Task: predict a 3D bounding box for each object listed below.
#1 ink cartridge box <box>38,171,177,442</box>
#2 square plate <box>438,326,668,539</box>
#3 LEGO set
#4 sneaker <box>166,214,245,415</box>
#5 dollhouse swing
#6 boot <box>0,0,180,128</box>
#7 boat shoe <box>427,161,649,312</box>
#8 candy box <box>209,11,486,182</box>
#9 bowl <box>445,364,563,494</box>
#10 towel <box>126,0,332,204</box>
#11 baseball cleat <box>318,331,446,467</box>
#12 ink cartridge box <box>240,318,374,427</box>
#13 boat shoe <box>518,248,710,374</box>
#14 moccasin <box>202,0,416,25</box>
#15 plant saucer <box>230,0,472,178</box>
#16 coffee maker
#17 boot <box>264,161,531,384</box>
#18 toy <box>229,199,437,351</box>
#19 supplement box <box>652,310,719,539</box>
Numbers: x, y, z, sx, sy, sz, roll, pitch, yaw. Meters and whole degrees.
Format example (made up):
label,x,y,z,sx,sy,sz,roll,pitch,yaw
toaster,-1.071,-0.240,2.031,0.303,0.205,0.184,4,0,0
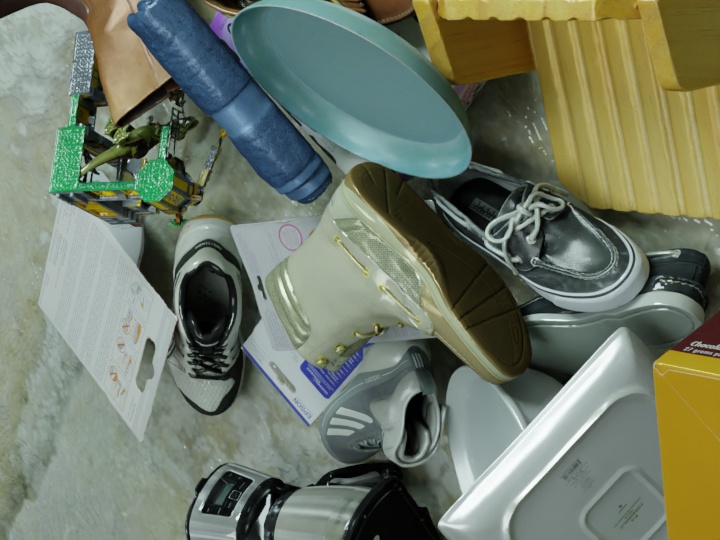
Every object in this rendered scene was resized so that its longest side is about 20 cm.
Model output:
label,x,y,z,sx,sy,sz,roll,pitch,yaw
ink cartridge box,-0.219,0.031,1.920,0.200,0.050,0.161,47,136,31
square plate,0.188,0.174,1.532,0.198,0.200,0.028,44,179,-25
LEGO set,-0.174,-0.120,1.779,0.154,0.116,0.200,-10,71,24
sneaker,-0.140,0.054,1.851,0.076,0.088,0.200,-1,120,-1
dollhouse swing,0.165,-0.112,1.462,0.200,0.182,0.176,7,106,38
boot,-0.223,-0.199,1.735,0.188,0.068,0.200,-26,67,5
boat shoe,0.128,-0.034,1.565,0.199,0.074,0.068,36,175,44
candy box,-0.001,-0.183,1.624,0.200,0.072,0.168,47,134,12
bowl,0.148,0.158,1.639,0.201,0.090,0.201,164,90,-74
towel,-0.102,-0.135,1.616,0.200,0.049,0.112,49,-179,-13
baseball cleat,0.016,0.131,1.748,0.200,0.070,0.107,110,149,-54
ink cartridge box,-0.020,0.041,1.788,0.099,0.039,0.200,49,134,9
boat shoe,0.183,0.030,1.589,0.200,0.060,0.076,-11,138,42
moccasin,-0.033,-0.210,1.532,0.201,0.078,0.074,12,118,36
plant saucer,-0.002,-0.136,1.519,0.200,0.027,0.200,28,161,11
coffee maker,-0.036,0.265,1.854,0.200,0.135,0.192,3,115,41
boot,0.026,0.036,1.607,0.200,0.072,0.155,49,128,9
toy,0.000,0.000,1.687,0.200,0.047,0.115,-5,111,38
supplement box,0.312,0.119,1.418,0.133,0.200,0.197,11,119,38
